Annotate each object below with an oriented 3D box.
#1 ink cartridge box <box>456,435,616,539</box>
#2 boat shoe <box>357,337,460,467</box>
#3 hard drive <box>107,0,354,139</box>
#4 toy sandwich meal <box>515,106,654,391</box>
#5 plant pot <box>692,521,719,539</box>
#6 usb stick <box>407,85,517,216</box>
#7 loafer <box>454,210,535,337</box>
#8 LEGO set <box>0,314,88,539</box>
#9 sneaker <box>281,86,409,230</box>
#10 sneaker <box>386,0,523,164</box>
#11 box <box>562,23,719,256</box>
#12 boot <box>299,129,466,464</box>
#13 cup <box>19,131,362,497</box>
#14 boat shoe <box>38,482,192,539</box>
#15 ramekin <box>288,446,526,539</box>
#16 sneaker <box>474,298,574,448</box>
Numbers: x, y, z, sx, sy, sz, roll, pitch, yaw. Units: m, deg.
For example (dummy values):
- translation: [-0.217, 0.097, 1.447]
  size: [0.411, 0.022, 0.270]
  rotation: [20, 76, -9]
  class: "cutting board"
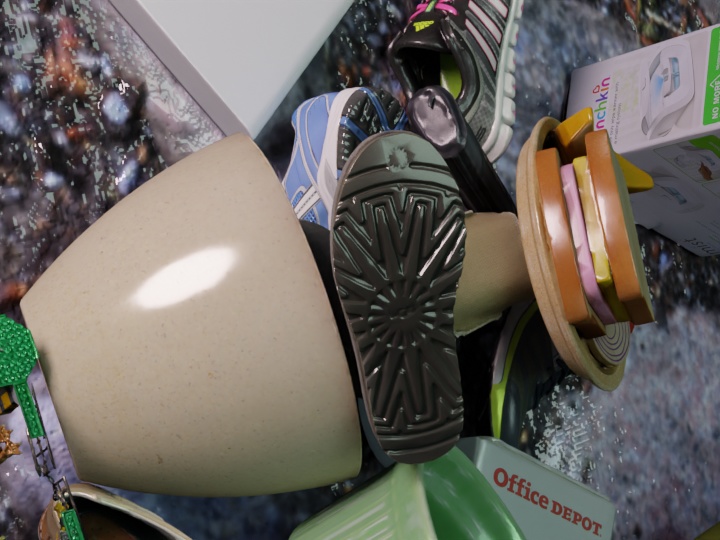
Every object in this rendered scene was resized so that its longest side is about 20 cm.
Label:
- translation: [0.083, 0.228, 0.983]
  size: [0.146, 0.083, 0.201]
  rotation: [31, 63, -33]
  class: "ink cartridge box"
- translation: [0.039, 0.037, 0.999]
  size: [0.066, 0.070, 0.201]
  rotation: [15, 64, -52]
  class: "boat shoe"
- translation: [-0.069, -0.197, 0.970]
  size: [0.132, 0.027, 0.200]
  rotation: [49, 53, -24]
  class: "hard drive"
- translation: [0.160, -0.018, 0.965]
  size: [0.205, 0.070, 0.206]
  rotation: [46, 36, -51]
  class: "toy sandwich meal"
- translation: [0.252, 0.290, 1.081]
  size: [0.199, 0.187, 0.188]
  rotation: [-16, 92, -28]
  class: "plant pot"
- translation: [0.074, -0.066, 1.002]
  size: [0.056, 0.033, 0.200]
  rotation: [62, 6, 24]
  class: "usb stick"
- translation: [0.072, -0.005, 0.934]
  size: [0.200, 0.067, 0.076]
  rotation: [-31, 103, -65]
  class: "loafer"
- translation: [-0.214, 0.127, 0.721]
  size: [0.153, 0.116, 0.201]
  rotation: [-22, 81, -40]
  class: "LEGO set"
- translation: [-0.013, -0.019, 0.957]
  size: [0.075, 0.077, 0.201]
  rotation: [-1, 99, -41]
  class: "sneaker"
- translation: [0.064, -0.175, 1.053]
  size: [0.087, 0.073, 0.201]
  rotation: [6, 82, -47]
  class: "sneaker"
- translation: [0.289, -0.096, 1.171]
  size: [0.199, 0.176, 0.097]
  rotation: [25, 66, -36]
  class: "box"
- translation: [-0.002, -0.001, 0.808]
  size: [0.072, 0.200, 0.183]
  rotation: [-3, 106, -11]
  class: "boot"
- translation: [-0.101, 0.043, 0.804]
  size: [0.143, 0.200, 0.201]
  rotation: [-20, 95, -13]
  class: "cup"
- translation: [-0.092, 0.188, 0.777]
  size: [0.200, 0.068, 0.075]
  rotation: [35, 68, 11]
  class: "boat shoe"
- translation: [0.042, 0.201, 0.806]
  size: [0.200, 0.097, 0.200]
  rotation: [55, 15, -22]
  class: "ramekin"
- translation: [0.139, 0.052, 1.056]
  size: [0.081, 0.074, 0.201]
  rotation: [22, 62, 7]
  class: "sneaker"
